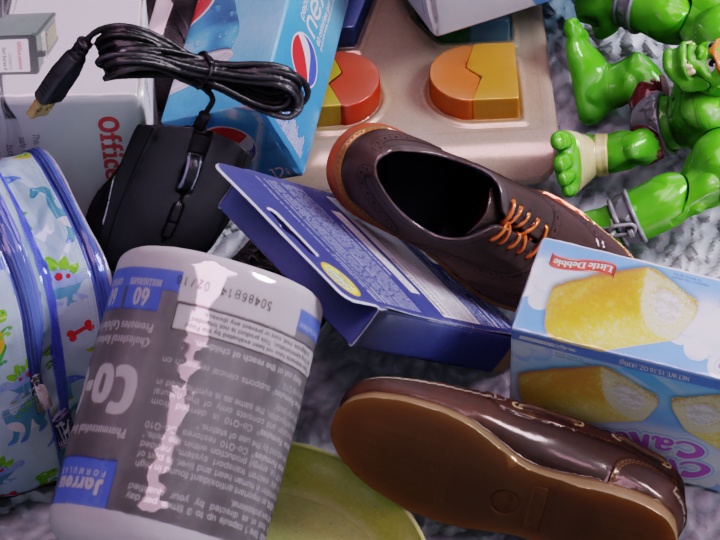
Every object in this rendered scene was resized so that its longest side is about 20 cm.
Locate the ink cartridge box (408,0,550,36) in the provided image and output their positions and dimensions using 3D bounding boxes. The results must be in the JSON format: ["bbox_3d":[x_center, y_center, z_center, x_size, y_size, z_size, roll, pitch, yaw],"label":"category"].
[{"bbox_3d":[0.073,-0.244,1.718,0.146,0.086,0.200,-18,35,-10],"label":"ink cartridge box"}]

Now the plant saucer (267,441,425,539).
[{"bbox_3d":[-0.058,0.183,1.479,0.199,0.031,0.201,-1,53,1],"label":"plant saucer"}]

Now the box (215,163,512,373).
[{"bbox_3d":[0.000,0.000,1.525,0.121,0.200,0.032,46,106,28],"label":"box"}]

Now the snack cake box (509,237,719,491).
[{"bbox_3d":[0.184,0.061,1.509,0.199,0.115,0.067,13,55,12],"label":"snack cake box"}]

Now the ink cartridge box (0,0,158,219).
[{"bbox_3d":[-0.217,-0.082,1.606,0.199,0.146,0.084,-1,53,0],"label":"ink cartridge box"}]

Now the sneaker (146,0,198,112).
[{"bbox_3d":[-0.135,-0.187,1.723,0.111,0.073,0.201,2,55,1],"label":"sneaker"}]

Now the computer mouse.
[{"bbox_3d":[-0.127,-0.055,1.537,0.140,0.200,0.046,17,48,-22],"label":"computer mouse"}]

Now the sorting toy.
[{"bbox_3d":[0.024,-0.133,1.694,0.184,0.037,0.201,-3,48,0],"label":"sorting toy"}]

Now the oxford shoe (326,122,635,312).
[{"bbox_3d":[0.076,-0.019,1.539,0.199,0.073,0.071,23,89,-17],"label":"oxford shoe"}]

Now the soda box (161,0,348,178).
[{"bbox_3d":[-0.056,-0.145,1.647,0.068,0.064,0.201,-9,46,25],"label":"soda box"}]

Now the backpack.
[{"bbox_3d":[-0.215,0.011,1.503,0.146,0.200,0.183,-22,55,-14],"label":"backpack"}]

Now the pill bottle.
[{"bbox_3d":[-0.096,0.098,1.422,0.113,0.114,0.201,12,77,10],"label":"pill bottle"}]

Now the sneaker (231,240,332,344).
[{"bbox_3d":[-0.063,0.011,1.562,0.071,0.099,0.200,23,57,20],"label":"sneaker"}]

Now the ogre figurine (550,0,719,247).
[{"bbox_3d":[0.182,-0.099,1.643,0.119,0.098,0.200,-7,36,18],"label":"ogre figurine"}]

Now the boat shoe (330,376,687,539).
[{"bbox_3d":[0.082,0.105,1.502,0.199,0.071,0.070,23,34,-1],"label":"boat shoe"}]
